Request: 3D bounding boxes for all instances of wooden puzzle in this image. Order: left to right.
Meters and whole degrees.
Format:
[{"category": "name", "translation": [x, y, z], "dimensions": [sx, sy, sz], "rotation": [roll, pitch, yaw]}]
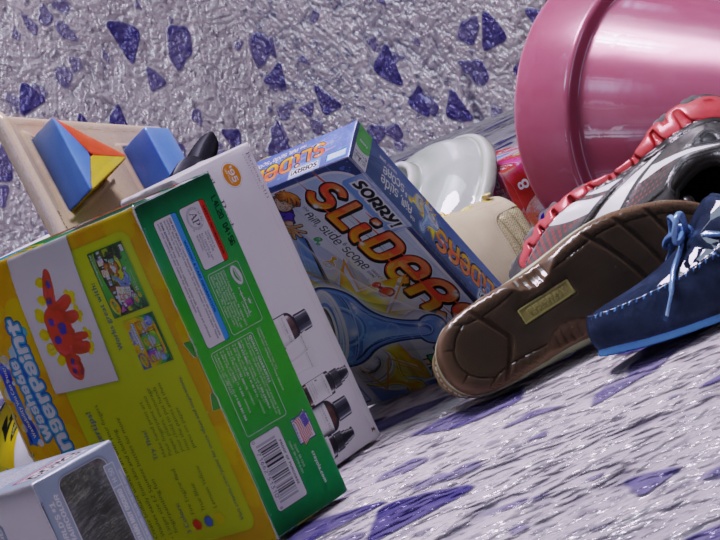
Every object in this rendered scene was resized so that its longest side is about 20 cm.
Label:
[{"category": "wooden puzzle", "translation": [-0.146, -0.036, 1.748], "dimensions": [0.046, 0.186, 0.200], "rotation": [-41, -24, 25]}]

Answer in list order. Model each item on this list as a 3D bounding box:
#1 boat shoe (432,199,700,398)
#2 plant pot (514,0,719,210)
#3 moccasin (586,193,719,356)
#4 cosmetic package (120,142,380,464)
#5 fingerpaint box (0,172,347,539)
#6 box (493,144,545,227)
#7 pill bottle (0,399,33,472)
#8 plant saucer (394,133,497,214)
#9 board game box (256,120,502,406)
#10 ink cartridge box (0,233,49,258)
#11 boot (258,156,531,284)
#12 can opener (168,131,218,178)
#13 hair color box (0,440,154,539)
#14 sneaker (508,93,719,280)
[{"category": "boat shoe", "translation": [0.131, 0.018, 1.558], "dimensions": [0.199, 0.072, 0.076], "rotation": [-24, -11, -11]}, {"category": "plant pot", "translation": [0.238, -0.117, 1.798], "dimensions": [0.179, 0.201, 0.200], "rotation": [3, 24, 45]}, {"category": "moccasin", "translation": [0.212, -0.015, 1.463], "dimensions": [0.199, 0.068, 0.080], "rotation": [-26, 6, -15]}, {"category": "cosmetic package", "translation": [-0.065, 0.030, 1.543], "dimensions": [0.051, 0.201, 0.082], "rotation": [-21, 7, 36]}, {"category": "fingerpaint box", "translation": [-0.122, 0.066, 1.452], "dimensions": [0.166, 0.201, 0.073], "rotation": [-20, 6, 41]}, {"category": "box", "translation": [0.120, -0.043, 2.008], "dimensions": [0.099, 0.096, 0.200], "rotation": [-27, 6, -24]}, {"category": "pill bottle", "translation": [-0.172, 0.117, 1.633], "dimensions": [0.114, 0.115, 0.200], "rotation": [-26, 5, -15]}, {"category": "plant saucer", "translation": [0.027, -0.027, 1.941], "dimensions": [0.200, 0.050, 0.200], "rotation": [-49, 22, 27]}, {"category": "board game box", "translation": [0.000, 0.000, 1.629], "dimensions": [0.135, 0.200, 0.035], "rotation": [-21, 38, 32]}, {"category": "ink cartridge box", "translation": [-0.174, -0.017, 1.913], "dimensions": [0.199, 0.068, 0.116], "rotation": [-24, 6, -7]}, {"category": "boot", "translation": [0.031, -0.024, 1.794], "dimensions": [0.155, 0.200, 0.073], "rotation": [-27, -30, -43]}, {"category": "can opener", "translation": [-0.104, -0.045, 1.715], "dimensions": [0.079, 0.063, 0.200], "rotation": [-53, 4, 21]}, {"category": "hair color box", "translation": [-0.191, 0.163, 1.351], "dimensions": [0.200, 0.099, 0.061], "rotation": [-18, 7, 47]}, {"category": "sneaker", "translation": [0.182, -0.027, 1.661], "dimensions": [0.200, 0.071, 0.098], "rotation": [-40, 34, 7]}]
